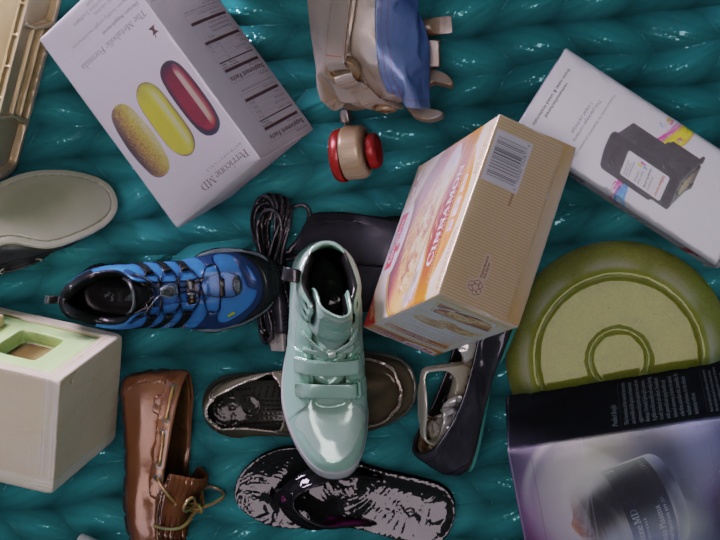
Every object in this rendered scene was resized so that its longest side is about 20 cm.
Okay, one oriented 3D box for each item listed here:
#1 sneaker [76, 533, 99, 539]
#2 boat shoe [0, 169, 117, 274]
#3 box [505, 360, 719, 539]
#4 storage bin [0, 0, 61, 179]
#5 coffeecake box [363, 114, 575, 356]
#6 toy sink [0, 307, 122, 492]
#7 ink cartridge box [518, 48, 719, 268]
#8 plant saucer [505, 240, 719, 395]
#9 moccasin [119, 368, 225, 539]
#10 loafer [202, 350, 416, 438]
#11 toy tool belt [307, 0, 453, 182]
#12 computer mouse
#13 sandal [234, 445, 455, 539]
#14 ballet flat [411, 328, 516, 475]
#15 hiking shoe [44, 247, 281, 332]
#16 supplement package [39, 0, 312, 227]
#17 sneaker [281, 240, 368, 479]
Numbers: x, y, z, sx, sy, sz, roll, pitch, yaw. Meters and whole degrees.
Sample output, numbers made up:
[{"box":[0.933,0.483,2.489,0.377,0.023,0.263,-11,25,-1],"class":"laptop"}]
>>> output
[{"box":[-0.271,0.332,1.796,0.088,0.075,0.201,34,99,21],"class":"sneaker"},{"box":[-0.314,-0.033,1.759,0.198,0.066,0.075,-21,75,-18],"class":"boat shoe"},{"box":[0.234,0.202,1.669,0.197,0.123,0.201,-10,108,9],"class":"box"},{"box":[-0.386,-0.196,1.742,0.199,0.094,0.200,17,98,5],"class":"storage bin"},{"box":[0.085,-0.023,1.607,0.073,0.200,0.155,22,75,-12],"class":"coffeecake box"},{"box":[-0.325,0.099,1.720,0.198,0.130,0.113,11,109,16],"class":"toy sink"},{"box":[0.230,-0.092,1.649,0.199,0.146,0.083,33,93,3],"class":"ink cartridge box"},{"box":[0.224,0.076,1.724,0.198,0.031,0.202,1,95,7],"class":"plant saucer"},{"box":[-0.166,0.189,1.764,0.077,0.074,0.203,-3,85,17],"class":"moccasin"},{"box":[-0.049,0.118,1.734,0.198,0.070,0.076,-11,94,13],"class":"loafer"},{"box":[0.026,-0.180,1.680,0.122,0.125,0.202,-5,95,16],"class":"toy tool belt"},{"box":[0.000,0.000,1.733,0.198,0.053,0.140,-2,94,7],"class":"computer mouse"},{"box":[-0.015,0.200,1.755,0.199,0.048,0.076,6,96,6],"class":"sandal"},{"box":[0.089,0.080,1.717,0.073,0.073,0.201,17,99,5],"class":"ballet flat"},{"box":[-0.168,0.025,1.727,0.198,0.087,0.075,-7,96,16],"class":"hiking shoe"},{"box":[-0.155,-0.159,1.694,0.114,0.109,0.200,-37,90,30],"class":"supplement package"},{"box":[-0.031,0.073,1.647,0.073,0.118,0.202,-5,84,-4],"class":"sneaker"}]
